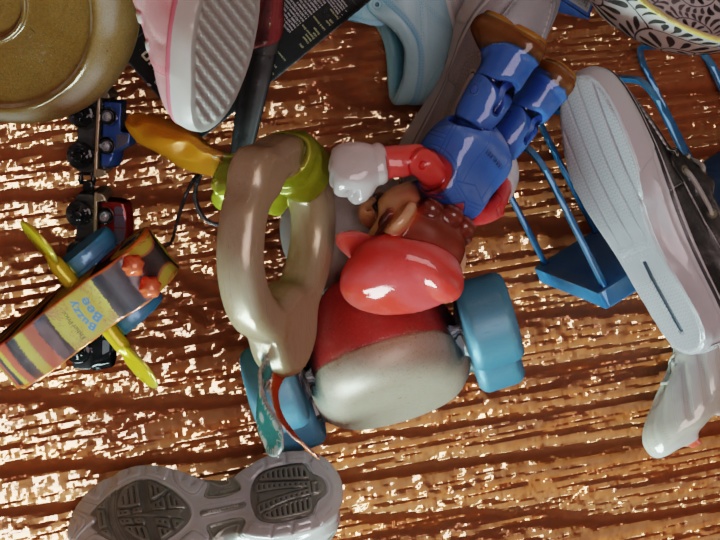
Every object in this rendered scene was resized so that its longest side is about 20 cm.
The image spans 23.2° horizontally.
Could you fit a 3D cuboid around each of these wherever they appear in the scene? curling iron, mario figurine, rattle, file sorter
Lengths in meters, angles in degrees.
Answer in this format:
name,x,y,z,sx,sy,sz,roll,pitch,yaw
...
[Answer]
name,x,y,z,sx,sy,sz,roll,pitch,yaw
curling iron,-0.060,-0.145,1.094,0.025,0.050,0.202,9,124,-14
mario figurine,0.044,-0.065,1.108,0.123,0.106,0.201,35,83,-9
rattle,-0.089,0.012,1.093,0.141,0.130,0.203,4,107,7
file sorter,0.205,-0.084,1.243,0.199,0.139,0.124,-32,102,-8

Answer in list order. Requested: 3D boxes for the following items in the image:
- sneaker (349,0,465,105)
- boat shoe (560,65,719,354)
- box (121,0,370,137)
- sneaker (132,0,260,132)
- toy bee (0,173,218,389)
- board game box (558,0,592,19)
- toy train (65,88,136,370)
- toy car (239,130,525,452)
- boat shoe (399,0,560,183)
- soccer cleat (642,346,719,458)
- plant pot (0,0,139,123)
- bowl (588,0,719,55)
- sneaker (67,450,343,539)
name,x,y,z,sx,sy,sz,roll,pitch,yaw
sneaker,0.022,-0.207,1.203,0.081,0.074,0.202,-24,105,-15
boat shoe,0.196,-0.046,1.148,0.071,0.072,0.202,-30,99,-29
box,-0.106,-0.217,1.135,0.163,0.086,0.200,-37,107,15
sneaker,-0.120,-0.189,1.050,0.104,0.075,0.203,12,110,26
toy bee,-0.165,0.004,1.136,0.130,0.109,0.201,30,96,-10
board game box,0.136,-0.293,1.192,0.151,0.045,0.202,20,91,-49
toy train,-0.177,-0.031,1.197,0.045,0.034,0.203,3,100,3
toy car,0.000,0.000,1.215,0.182,0.177,0.202,-17,76,2
boat shoe,0.085,-0.119,1.188,0.071,0.069,0.201,11,124,-36
soccer cleat,0.261,0.047,1.321,0.077,0.069,0.201,38,82,-13
plant pot,-0.236,-0.177,1.106,0.197,0.028,0.202,7,124,10
bowl,0.205,-0.215,1.168,0.198,0.094,0.203,9,63,-19
sneaker,-0.106,0.187,1.240,0.197,0.100,0.079,-4,57,5
